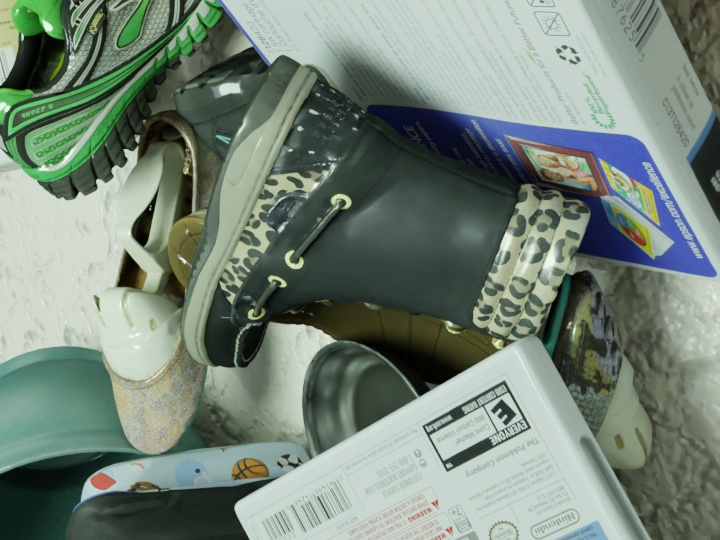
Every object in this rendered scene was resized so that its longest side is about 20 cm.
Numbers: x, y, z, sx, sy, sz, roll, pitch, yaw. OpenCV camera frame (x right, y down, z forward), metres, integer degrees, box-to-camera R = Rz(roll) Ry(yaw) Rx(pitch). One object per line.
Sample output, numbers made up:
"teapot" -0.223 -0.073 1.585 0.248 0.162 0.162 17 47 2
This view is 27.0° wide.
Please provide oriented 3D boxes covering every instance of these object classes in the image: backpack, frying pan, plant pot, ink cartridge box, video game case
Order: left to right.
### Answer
"plant pot" -0.188 0.134 0.959 0.134 0.200 0.200 -112 34 -46
"backpack" -0.083 0.200 0.858 0.154 0.200 0.191 -113 24 -56
"frying pan" 0.030 0.119 0.742 0.190 0.031 0.115 58 144 14
"video game case" 0.048 0.150 0.676 0.200 0.022 0.182 -34 81 38
"ink cartridge box" 0.050 -0.080 0.643 0.200 0.047 0.198 14 153 44

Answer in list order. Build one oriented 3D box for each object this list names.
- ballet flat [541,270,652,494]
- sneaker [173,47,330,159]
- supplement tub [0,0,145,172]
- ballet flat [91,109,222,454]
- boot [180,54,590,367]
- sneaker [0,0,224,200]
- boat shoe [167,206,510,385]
"ballet flat" 0.100 0.086 0.714 0.072 0.072 0.200 40 133 31
"sneaker" -0.017 -0.084 0.785 0.200 0.075 0.079 -2 116 53
"supplement tub" -0.219 -0.163 0.906 0.144 0.144 0.200 -8 97 48
"ballet flat" -0.119 0.002 0.854 0.068 0.067 0.200 1 77 29
"boot" 0.005 0.006 0.681 0.154 0.074 0.204 22 143 1
"sneaker" -0.133 -0.141 0.814 0.078 0.085 0.200 13 69 46
"boat shoe" 0.000 0.000 0.774 0.200 0.065 0.073 20 132 15
